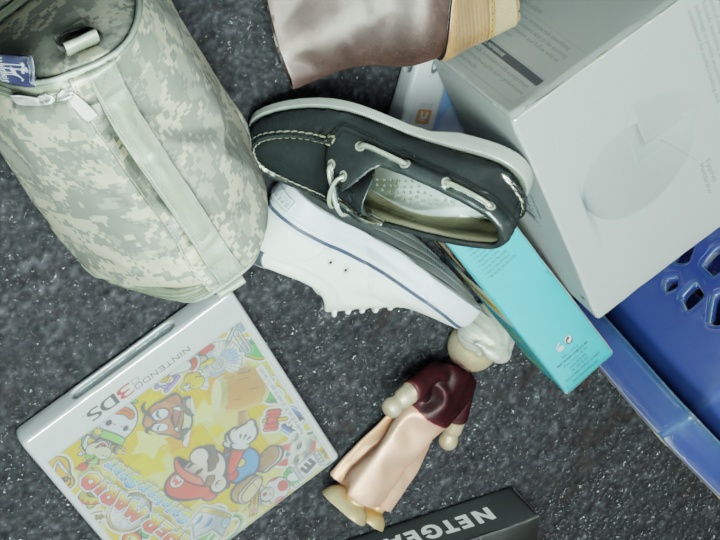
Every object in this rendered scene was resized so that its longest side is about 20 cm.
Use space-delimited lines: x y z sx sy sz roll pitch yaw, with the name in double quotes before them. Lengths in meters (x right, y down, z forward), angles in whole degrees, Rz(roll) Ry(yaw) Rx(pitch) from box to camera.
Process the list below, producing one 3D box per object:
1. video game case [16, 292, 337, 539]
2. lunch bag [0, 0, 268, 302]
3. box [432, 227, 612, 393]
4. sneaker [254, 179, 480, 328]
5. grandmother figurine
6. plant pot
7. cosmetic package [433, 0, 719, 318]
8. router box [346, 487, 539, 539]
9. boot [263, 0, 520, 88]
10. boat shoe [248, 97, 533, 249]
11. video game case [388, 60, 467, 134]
"video game case" -0.129 0.129 1.211 0.182 0.023 0.200 -36 131 -7
"lunch bag" -0.143 -0.090 0.968 0.139 0.168 0.200 -36 131 -8
"box" 0.102 -0.003 1.203 0.049 0.082 0.200 -41 117 -1
"sneaker" 0.000 0.000 1.188 0.199 0.073 0.071 30 110 -31
"grandmother figurine" 0.050 0.110 1.293 0.200 0.060 0.121 -53 158 3
"plant pot" 0.301 0.066 1.330 0.180 0.200 0.200 -43 132 6
"cosmetic package" 0.186 -0.115 1.158 0.199 0.123 0.200 -34 130 -7
"router box" 0.055 0.283 1.402 0.199 0.051 0.150 -14 123 -25
"boot" 0.011 -0.225 1.047 0.165 0.072 0.201 -13 110 -7
"boat shoe" 0.012 -0.062 1.078 0.076 0.199 0.061 79 26 -48
"video game case" 0.127 -0.177 1.179 0.199 0.022 0.183 0 118 -32
